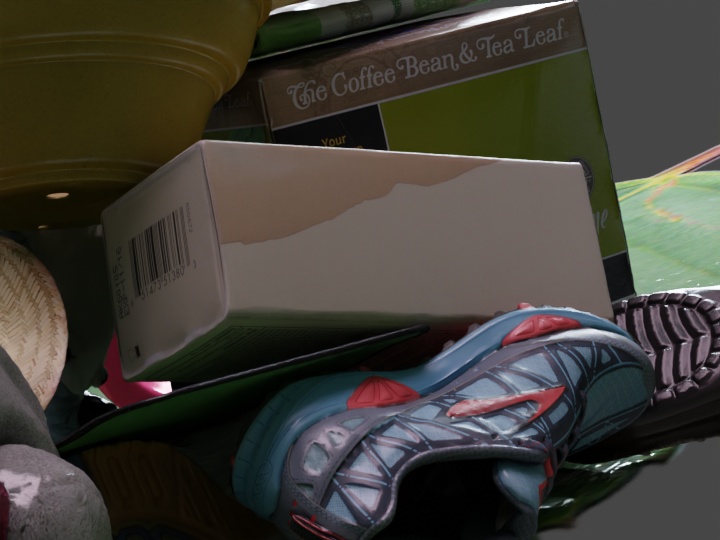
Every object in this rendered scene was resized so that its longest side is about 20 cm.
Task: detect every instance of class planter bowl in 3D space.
[{"bbox_3d":[-0.133,-0.066,1.196,0.199,0.084,0.200,-6,-11,-1],"label":"planter bowl"}]

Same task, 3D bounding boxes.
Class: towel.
[{"bbox_3d":[-0.033,-0.125,1.387,0.149,0.031,0.200,-11,5,42],"label":"towel"}]

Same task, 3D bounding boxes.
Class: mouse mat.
[{"bbox_3d":[-0.084,0.064,1.147,0.160,0.008,0.200,-13,-10,-45],"label":"mouse mat"}]

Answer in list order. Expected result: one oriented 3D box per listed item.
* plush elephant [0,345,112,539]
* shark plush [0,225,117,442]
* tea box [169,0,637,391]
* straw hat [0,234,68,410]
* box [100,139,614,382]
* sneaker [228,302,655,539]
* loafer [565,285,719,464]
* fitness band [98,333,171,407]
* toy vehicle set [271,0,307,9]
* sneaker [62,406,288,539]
[{"bbox_3d":[-0.159,0.101,0.993,0.200,0.155,0.165,-41,42,18],"label":"plush elephant"},{"bbox_3d":[-0.153,0.010,1.370,0.083,0.201,0.091,8,39,33],"label":"shark plush"},{"bbox_3d":[0.012,-0.014,1.351,0.199,0.198,0.133,-16,9,-36],"label":"tea box"},{"bbox_3d":[-0.223,0.018,1.108,0.200,0.085,0.202,-10,43,10],"label":"straw hat"},{"bbox_3d":[0.000,0.000,1.194,0.199,0.078,0.095,2,-20,-36],"label":"box"},{"bbox_3d":[0.049,0.080,1.124,0.199,0.080,0.095,-17,41,-32],"label":"sneaker"},{"bbox_3d":[0.167,0.048,1.222,0.199,0.071,0.073,-18,40,20],"label":"loafer"},{"bbox_3d":[-0.077,-0.010,1.487,0.143,0.201,0.037,4,26,-35],"label":"fitness band"},{"bbox_3d":[-0.033,-0.144,1.343,0.124,0.027,0.200,-10,8,31],"label":"toy vehicle set"},{"bbox_3d":[-0.081,0.106,1.145,0.199,0.076,0.088,-13,-9,-41],"label":"sneaker"}]
